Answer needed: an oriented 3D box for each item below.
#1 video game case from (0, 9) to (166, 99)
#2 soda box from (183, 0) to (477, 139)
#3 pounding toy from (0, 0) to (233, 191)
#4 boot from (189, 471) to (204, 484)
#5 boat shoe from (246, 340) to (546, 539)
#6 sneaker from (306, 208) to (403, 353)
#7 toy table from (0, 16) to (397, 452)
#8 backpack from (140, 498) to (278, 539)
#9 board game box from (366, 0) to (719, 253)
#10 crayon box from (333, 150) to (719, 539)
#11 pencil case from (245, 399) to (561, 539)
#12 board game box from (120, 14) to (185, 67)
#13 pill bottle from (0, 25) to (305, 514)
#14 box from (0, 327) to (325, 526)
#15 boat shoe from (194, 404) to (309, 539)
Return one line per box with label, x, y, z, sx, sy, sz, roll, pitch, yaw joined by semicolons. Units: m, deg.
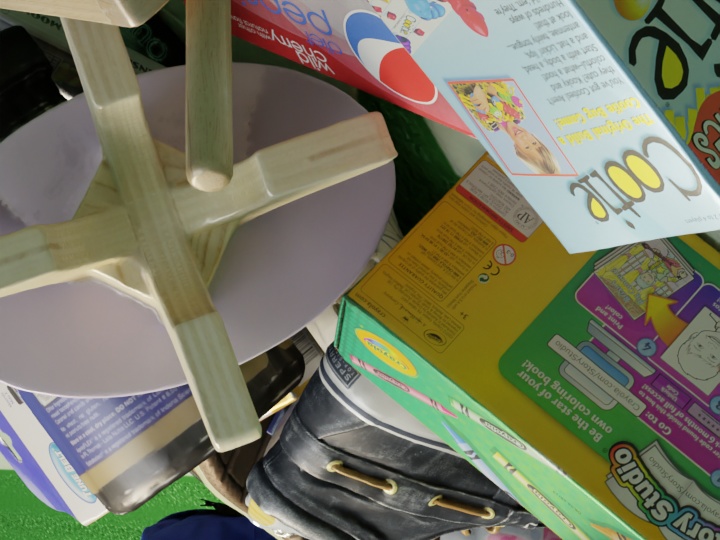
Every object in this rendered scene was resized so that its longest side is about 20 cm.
video game case;-0.138;-0.037;1.155;0.181;0.023;0.200;26;138;-16
soda box;0.012;-0.110;0.894;0.200;0.070;0.064;27;153;38
pounding toy;-0.079;-0.151;0.828;0.200;0.184;0.142;15;145;51
boot;-0.082;0.066;1.363;0.200;0.075;0.107;53;164;-19
boat shoe;0.044;0.095;1.091;0.200;0.091;0.071;24;-155;-32
sneaker;0.000;0.000;1.089;0.087;0.074;0.200;58;180;40
toy table;-0.078;-0.021;0.934;0.184;0.200;0.117;59;173;0
backpack;-0.043;0.222;1.367;0.199;0.168;0.163;-1;146;16
board game box;0.063;-0.117;0.748;0.200;0.103;0.105;50;157;-14
crayon box;0.103;0.043;0.946;0.200;0.119;0.058;39;158;13
pencil case;0.042;0.124;1.182;0.199;0.091;0.083;26;180;0
board game box;-0.169;-0.130;1.238;0.135;0.028;0.200;47;158;-8
pill bottle;-0.123;-0.003;1.041;0.200;0.112;0.112;54;158;-1
box;-0.116;0.044;1.160;0.200;0.041;0.119;-32;94;43
boat shoe;-0.061;0.093;1.265;0.076;0.072;0.200;29;160;43
